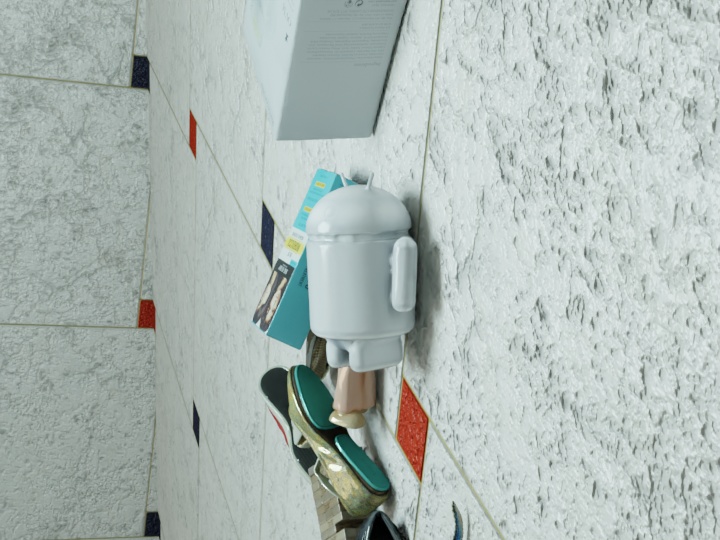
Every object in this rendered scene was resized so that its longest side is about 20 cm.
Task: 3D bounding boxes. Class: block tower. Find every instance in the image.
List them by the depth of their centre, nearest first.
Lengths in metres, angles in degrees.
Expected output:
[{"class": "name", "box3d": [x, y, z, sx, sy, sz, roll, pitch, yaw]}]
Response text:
[{"class": "block tower", "box3d": [-0.012, 0.317, 1.391, 0.054, 0.057, 0.203, -40, 53, 45]}]

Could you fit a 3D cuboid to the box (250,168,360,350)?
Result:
[{"class": "box", "box3d": [-0.060, -0.015, 1.361, 0.203, 0.049, 0.082, -66, 20, 0]}]

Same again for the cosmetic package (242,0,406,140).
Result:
[{"class": "cosmetic package", "box3d": [-0.047, -0.285, 1.279, 0.202, 0.121, 0.202, 104, 155, -48]}]

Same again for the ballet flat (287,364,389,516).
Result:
[{"class": "ballet flat", "box3d": [-0.042, 0.204, 1.373, 0.201, 0.070, 0.071, 53, 148, 24]}]

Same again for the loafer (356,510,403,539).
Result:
[{"class": "loafer", "box3d": [0.032, 0.359, 1.259, 0.071, 0.067, 0.203, 94, 166, -51]}]

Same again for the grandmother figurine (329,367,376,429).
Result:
[{"class": "grandmother figurine", "box3d": [-0.005, 0.070, 1.334, 0.122, 0.059, 0.204, -102, 15, -70]}]

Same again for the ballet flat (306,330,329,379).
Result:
[{"class": "ballet flat", "box3d": [-0.041, 0.082, 1.460, 0.202, 0.045, 0.068, 102, 166, -51]}]

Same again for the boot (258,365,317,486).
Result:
[{"class": "boot", "box3d": [-0.061, 0.236, 1.557, 0.201, 0.072, 0.145, 55, 170, 33]}]

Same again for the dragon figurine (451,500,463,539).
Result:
[{"class": "dragon figurine", "box3d": [0.044, 0.315, 1.158, 0.202, 0.098, 0.059, 107, 152, -42]}]

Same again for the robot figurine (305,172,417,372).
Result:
[{"class": "robot figurine", "box3d": [0.000, 0.000, 1.205, 0.168, 0.112, 0.204, 5, 99, 49]}]
